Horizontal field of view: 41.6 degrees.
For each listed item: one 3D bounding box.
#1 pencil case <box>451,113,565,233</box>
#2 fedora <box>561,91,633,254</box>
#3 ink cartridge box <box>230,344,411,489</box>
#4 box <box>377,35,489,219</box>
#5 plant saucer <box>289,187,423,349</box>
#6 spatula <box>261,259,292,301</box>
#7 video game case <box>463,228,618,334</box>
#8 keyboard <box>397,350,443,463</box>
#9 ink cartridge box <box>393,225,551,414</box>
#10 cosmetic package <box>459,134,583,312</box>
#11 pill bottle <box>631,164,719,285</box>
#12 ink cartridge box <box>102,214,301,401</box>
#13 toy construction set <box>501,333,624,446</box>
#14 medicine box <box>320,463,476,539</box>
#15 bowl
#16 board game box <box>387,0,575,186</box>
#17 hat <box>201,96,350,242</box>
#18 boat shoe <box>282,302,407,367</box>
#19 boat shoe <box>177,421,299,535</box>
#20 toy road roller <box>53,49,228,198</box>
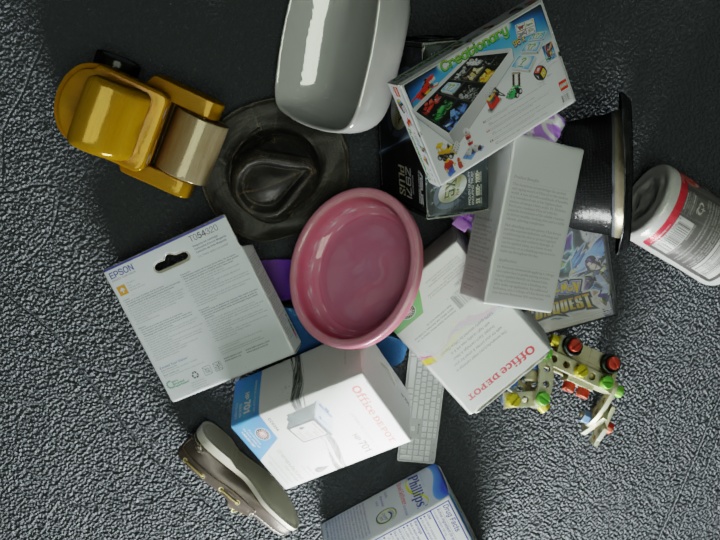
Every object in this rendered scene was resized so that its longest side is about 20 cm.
[{"bbox_3d":[0.188,-0.133,1.223,0.083,0.085,0.202,29,93,14],"label":"pencil case"},{"bbox_3d":[0.298,-0.122,1.209,0.090,0.201,0.205,0,107,13],"label":"fedora"},{"bbox_3d":[-0.050,0.185,1.250,0.197,0.087,0.147,-23,125,18],"label":"ink cartridge box"},{"bbox_3d":[0.085,-0.181,1.162,0.084,0.164,0.204,-8,107,-18],"label":"box"},{"bbox_3d":[0.000,0.000,1.192,0.051,0.200,0.202,21,106,-52],"label":"plant saucer"},{"bbox_3d":[-0.049,0.007,1.275,0.196,0.021,0.058,-6,96,-9],"label":"spatula"},{"bbox_3d":[0.250,-0.001,1.311,0.196,0.026,0.184,-14,106,-3],"label":"video game case"},{"bbox_3d":[0.089,0.179,1.347,0.055,0.011,0.204,3,105,-9],"label":"keyboard"},{"bbox_3d":[0.136,0.067,1.263,0.145,0.088,0.200,-40,100,14],"label":"ink cartridge box"},{"bbox_3d":[0.195,-0.059,1.158,0.100,0.071,0.204,9,96,-21],"label":"cosmetic package"},{"bbox_3d":[0.459,-0.049,1.281,0.198,0.111,0.112,28,100,-14],"label":"pill bottle"},{"bbox_3d":[-0.204,0.048,1.226,0.193,0.043,0.203,-21,103,18],"label":"ink cartridge box"},{"bbox_3d":[0.293,0.166,1.328,0.198,0.092,0.133,28,76,-22],"label":"toy construction set"},{"bbox_3d":[0.070,0.415,1.361,0.197,0.103,0.184,-27,107,0],"label":"medicine box"},{"bbox_3d":[-0.016,-0.267,1.129,0.074,0.199,0.204,4,105,-36],"label":"bowl"},{"bbox_3d":[0.140,-0.201,1.068,0.198,0.035,0.128,-32,114,-12],"label":"board game box"},{"bbox_3d":[-0.107,-0.122,1.201,0.196,0.081,0.205,-2,104,-7],"label":"hat"},{"bbox_3d":[-0.037,0.086,1.277,0.196,0.069,0.085,19,112,-9],"label":"boat shoe"},{"bbox_3d":[-0.168,0.299,1.316,0.059,0.072,0.200,-41,103,11],"label":"boat shoe"},{"bbox_3d":[-0.265,-0.171,1.126,0.197,0.146,0.125,23,102,-6],"label":"toy road roller"}]
